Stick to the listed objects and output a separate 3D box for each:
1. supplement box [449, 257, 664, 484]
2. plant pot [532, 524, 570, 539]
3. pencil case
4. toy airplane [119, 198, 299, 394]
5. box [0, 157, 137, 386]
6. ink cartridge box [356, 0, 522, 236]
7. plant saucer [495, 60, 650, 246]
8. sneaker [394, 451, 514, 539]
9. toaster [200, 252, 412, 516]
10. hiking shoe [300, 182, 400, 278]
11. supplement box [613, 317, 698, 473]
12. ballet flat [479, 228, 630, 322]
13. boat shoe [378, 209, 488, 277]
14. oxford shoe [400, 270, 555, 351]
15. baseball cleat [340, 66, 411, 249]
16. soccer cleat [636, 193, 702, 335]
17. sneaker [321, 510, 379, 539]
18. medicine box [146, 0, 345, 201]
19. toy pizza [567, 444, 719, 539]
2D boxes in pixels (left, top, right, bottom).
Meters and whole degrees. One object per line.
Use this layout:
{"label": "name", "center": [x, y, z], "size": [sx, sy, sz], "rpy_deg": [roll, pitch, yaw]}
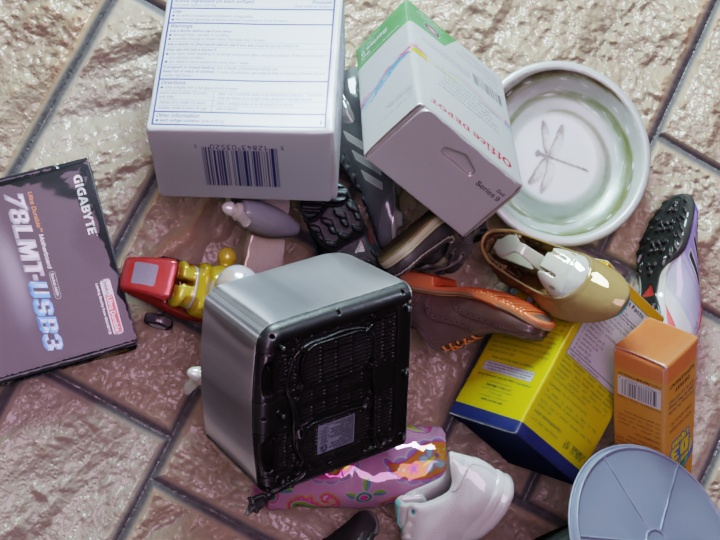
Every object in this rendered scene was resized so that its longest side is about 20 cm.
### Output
{"label": "supplement box", "center": [0.200, 0.096, 1.646], "size": [0.109, 0.109, 0.201], "rpy_deg": [40, 74, -33]}
{"label": "plant pot", "center": [0.208, 0.349, 1.589], "size": [0.177, 0.200, 0.200], "rpy_deg": [-36, 87, -26]}
{"label": "pencil case", "center": [-0.009, 0.199, 1.627], "size": [0.197, 0.087, 0.089], "rpy_deg": [-1, 80, -9]}
{"label": "toy airplane", "center": [-0.115, 0.032, 1.607], "size": [0.198, 0.141, 0.201], "rpy_deg": [-31, 86, -14]}
{"label": "box", "center": [-0.342, 0.008, 1.622], "size": [0.196, 0.050, 0.202], "rpy_deg": [-14, 83, -11]}
{"label": "ink cartridge box", "center": [0.075, -0.153, 1.608], "size": [0.145, 0.201, 0.087], "rpy_deg": [36, 117, -27]}
{"label": "plant saucer", "center": [0.210, -0.121, 1.735], "size": [0.197, 0.050, 0.203], "rpy_deg": [1, 80, -9]}
{"label": "sneaker", "center": [0.062, 0.261, 1.595], "size": [0.088, 0.075, 0.201], "rpy_deg": [31, 105, -16]}
{"label": "toaster", "center": [-0.055, 0.100, 1.530], "size": [0.198, 0.118, 0.183], "rpy_deg": [-17, 121, -33]}
{"label": "hiking shoe", "center": [0.000, 0.000, 1.660], "size": [0.074, 0.087, 0.202], "rpy_deg": [-20, 93, 0]}
{"label": "supplement box", "center": [0.296, 0.153, 1.629], "size": [0.068, 0.202, 0.066], "rpy_deg": [23, 42, 34]}
{"label": "ballet flat", "center": [0.183, 0.002, 1.600], "size": [0.063, 0.199, 0.069], "rpy_deg": [41, 79, -32]}
{"label": "boat shoe", "center": [0.085, -0.029, 1.644], "size": [0.071, 0.201, 0.066], "rpy_deg": [-30, 94, 31]}
{"label": "oxford shoe", "center": [0.110, 0.051, 1.640], "size": [0.071, 0.199, 0.074], "rpy_deg": [12, 92, -49]}
{"label": "baseball cleat", "center": [-0.005, -0.113, 1.698], "size": [0.105, 0.070, 0.203], "rpy_deg": [-6, 76, 3]}
{"label": "soccer cleat", "center": [0.336, 0.019, 1.731], "size": [0.073, 0.068, 0.202], "rpy_deg": [22, 72, -29]}
{"label": "sneaker", "center": [-0.062, 0.305, 1.601], "size": [0.079, 0.075, 0.200], "rpy_deg": [44, 76, 3]}
{"label": "medicine box", "center": [-0.108, -0.179, 1.613], "size": [0.180, 0.103, 0.202], "rpy_deg": [1, 53, 3]}
{"label": "toy pizza", "center": [0.273, 0.264, 1.540], "size": [0.198, 0.032, 0.202], "rpy_deg": [16, 56, -25]}
